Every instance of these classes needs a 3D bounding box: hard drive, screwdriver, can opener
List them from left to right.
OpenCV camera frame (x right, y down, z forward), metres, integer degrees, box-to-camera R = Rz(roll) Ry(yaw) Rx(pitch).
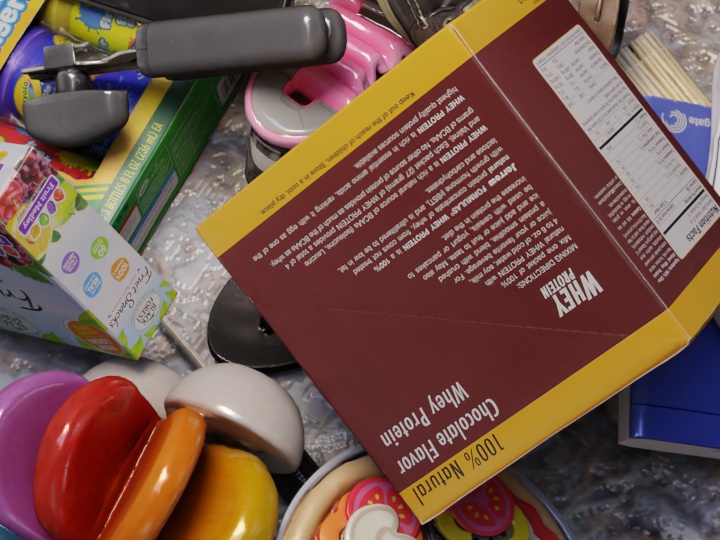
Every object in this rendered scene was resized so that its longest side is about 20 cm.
[{"bbox_3d":[-0.104,-0.109,1.547,0.199,0.053,0.067,-4,90,24],"label":"can opener"},{"bbox_3d":[-0.071,0.074,1.572,0.029,0.028,0.200,-44,69,18],"label":"screwdriver"},{"bbox_3d":[0.209,0.007,1.530,0.132,0.025,0.201,9,72,-21],"label":"hard drive"}]

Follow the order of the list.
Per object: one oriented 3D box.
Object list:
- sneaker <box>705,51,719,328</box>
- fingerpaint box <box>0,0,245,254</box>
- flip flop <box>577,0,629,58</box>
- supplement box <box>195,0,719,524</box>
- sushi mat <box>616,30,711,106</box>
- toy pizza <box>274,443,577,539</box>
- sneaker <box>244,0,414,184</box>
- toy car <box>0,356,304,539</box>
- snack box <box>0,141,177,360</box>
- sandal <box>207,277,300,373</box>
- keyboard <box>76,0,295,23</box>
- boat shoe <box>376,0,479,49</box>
[{"bbox_3d":[0.230,-0.050,1.500,0.073,0.071,0.201,6,73,-22],"label":"sneaker"},{"bbox_3d":[-0.180,-0.106,1.644,0.167,0.073,0.200,24,71,16],"label":"fingerpaint box"},{"bbox_3d":[0.138,-0.146,1.579,0.057,0.081,0.200,-32,88,14],"label":"flip flop"},{"bbox_3d":[0.063,-0.014,1.427,0.197,0.133,0.200,-37,91,31],"label":"supplement box"},{"bbox_3d":[0.192,-0.051,1.608,0.096,0.012,0.200,-34,67,-8],"label":"sushi mat"},{"bbox_3d":[0.046,0.181,1.462,0.200,0.032,0.201,10,64,-21],"label":"toy pizza"},{"bbox_3d":[-0.006,-0.109,1.625,0.079,0.096,0.200,35,49,19],"label":"sneaker"},{"bbox_3d":[-0.142,0.117,1.476,0.200,0.150,0.175,2,61,49],"label":"toy car"},{"bbox_3d":[-0.219,-0.020,1.532,0.200,0.142,0.053,10,64,44],"label":"snack box"},{"bbox_3d":[0.000,0.000,1.590,0.200,0.045,0.075,-20,65,-2],"label":"sandal"},{"bbox_3d":[-0.123,-0.213,1.610,0.200,0.021,0.127,19,102,14],"label":"keyboard"},{"bbox_3d":[0.067,-0.138,1.563,0.073,0.200,0.065,-44,35,-19],"label":"boat shoe"}]
